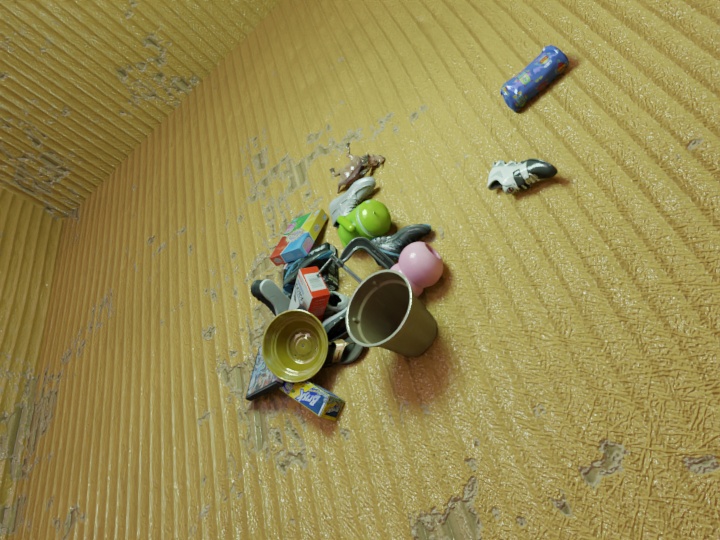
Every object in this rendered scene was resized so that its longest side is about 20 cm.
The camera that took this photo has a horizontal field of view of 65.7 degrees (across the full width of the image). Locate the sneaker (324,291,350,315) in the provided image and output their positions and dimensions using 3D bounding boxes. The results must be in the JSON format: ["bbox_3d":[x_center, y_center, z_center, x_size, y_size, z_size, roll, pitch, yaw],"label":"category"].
[{"bbox_3d":[-0.094,0.089,1.676,0.198,0.092,0.077,3,66,43],"label":"sneaker"}]

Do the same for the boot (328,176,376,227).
[{"bbox_3d":[-0.021,-0.217,1.827,0.199,0.073,0.097,-34,52,33],"label":"boot"}]

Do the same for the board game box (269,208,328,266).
[{"bbox_3d":[-0.207,-0.113,1.890,0.152,0.040,0.201,-16,36,38],"label":"board game box"}]

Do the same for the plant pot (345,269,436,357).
[{"bbox_3d":[0.094,0.129,1.415,0.199,0.183,0.203,-22,51,30],"label":"plant pot"}]

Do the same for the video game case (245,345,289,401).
[{"bbox_3d":[-0.278,0.290,1.711,0.199,0.025,0.183,-33,38,44],"label":"video game case"}]

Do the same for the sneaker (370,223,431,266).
[{"bbox_3d":[0.122,-0.076,1.619,0.198,0.073,0.083,-22,78,28],"label":"sneaker"}]

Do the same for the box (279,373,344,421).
[{"bbox_3d":[-0.138,0.349,1.568,0.199,0.070,0.065,18,80,46],"label":"box"}]

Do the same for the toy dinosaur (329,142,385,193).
[{"bbox_3d":[-0.023,-0.339,1.891,0.201,0.085,0.136,-52,49,11],"label":"toy dinosaur"}]

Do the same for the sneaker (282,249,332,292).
[{"bbox_3d":[-0.169,-0.016,1.718,0.199,0.073,0.083,-33,47,21],"label":"sneaker"}]

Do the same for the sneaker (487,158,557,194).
[{"bbox_3d":[0.414,-0.235,1.444,0.199,0.074,0.089,8,69,54],"label":"sneaker"}]

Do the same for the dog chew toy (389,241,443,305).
[{"bbox_3d":[0.130,0.020,1.505,0.200,0.124,0.125,-48,42,19],"label":"dog chew toy"}]

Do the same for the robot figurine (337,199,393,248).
[{"bbox_3d":[0.013,-0.137,1.683,0.199,0.174,0.117,-33,74,48],"label":"robot figurine"}]

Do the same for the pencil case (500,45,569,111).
[{"bbox_3d":[0.484,-0.542,1.564,0.200,0.078,0.087,-41,74,14],"label":"pencil case"}]

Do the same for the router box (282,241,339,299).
[{"bbox_3d":[-0.163,0.018,1.803,0.198,0.062,0.152,-25,51,28],"label":"router box"}]

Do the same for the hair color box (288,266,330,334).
[{"bbox_3d":[-0.156,0.098,1.657,0.112,0.063,0.201,61,148,34],"label":"hair color box"}]

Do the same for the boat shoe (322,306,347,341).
[{"bbox_3d":[-0.026,0.138,1.589,0.199,0.069,0.057,-35,32,14],"label":"boat shoe"}]

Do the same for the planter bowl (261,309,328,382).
[{"bbox_3d":[-0.176,0.215,1.600,0.197,0.083,0.204,-2,82,13],"label":"planter bowl"}]

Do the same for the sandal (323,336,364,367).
[{"bbox_3d":[-0.067,0.226,1.592,0.198,0.054,0.083,-18,54,33],"label":"sandal"}]

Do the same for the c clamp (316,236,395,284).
[{"bbox_3d":[0.000,0.000,1.607,0.172,0.199,0.027,-55,0,0],"label":"c clamp"}]

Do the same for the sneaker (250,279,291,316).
[{"bbox_3d":[-0.273,0.100,1.763,0.071,0.201,0.099,-46,33,-23],"label":"sneaker"}]
